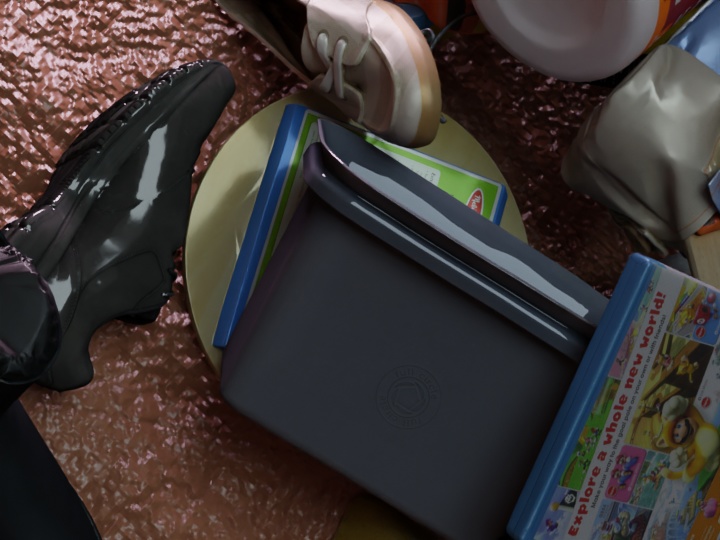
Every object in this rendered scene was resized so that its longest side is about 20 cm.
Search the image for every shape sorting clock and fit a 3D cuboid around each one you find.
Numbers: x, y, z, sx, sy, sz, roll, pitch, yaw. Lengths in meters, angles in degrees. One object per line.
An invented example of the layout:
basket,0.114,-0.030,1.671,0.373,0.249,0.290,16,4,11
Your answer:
shape sorting clock,0.000,0.000,1.151,0.198,0.039,0.202,3,79,-17

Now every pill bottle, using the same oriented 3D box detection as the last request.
pill bottle,0.150,-0.190,1.122,0.113,0.113,0.200,50,52,-1

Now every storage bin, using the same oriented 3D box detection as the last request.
storage bin,0.027,0.036,1.072,0.199,0.146,0.135,33,100,-9

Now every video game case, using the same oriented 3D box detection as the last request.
video game case,0.176,0.090,1.034,0.199,0.018,0.144,22,95,-31

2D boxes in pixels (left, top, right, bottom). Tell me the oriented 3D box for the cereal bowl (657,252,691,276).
cereal bowl,0.226,0.063,1.157,0.199,0.083,0.201,30,33,-22

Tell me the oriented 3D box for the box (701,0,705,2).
box,0.189,-0.213,1.231,0.198,0.032,0.122,-18,67,-7

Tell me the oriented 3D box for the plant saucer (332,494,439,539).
plant saucer,0.046,0.241,1.087,0.199,0.048,0.201,34,63,-10

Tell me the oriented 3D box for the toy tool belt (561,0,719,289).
toy tool belt,0.211,-0.083,1.135,0.123,0.125,0.200,45,76,4

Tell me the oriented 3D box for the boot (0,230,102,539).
boot,-0.172,0.067,0.979,0.076,0.168,0.201,-39,92,-29

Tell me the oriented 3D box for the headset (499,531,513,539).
headset,0.154,0.147,1.162,0.198,0.094,0.124,16,52,-1

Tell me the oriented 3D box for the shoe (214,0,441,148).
shoe,-0.020,-0.118,1.125,0.053,0.070,0.200,-13,36,-23

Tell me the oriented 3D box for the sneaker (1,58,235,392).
sneaker,-0.122,-0.024,1.096,0.091,0.076,0.200,44,68,-15

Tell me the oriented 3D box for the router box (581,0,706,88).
router box,0.202,-0.197,1.271,0.148,0.051,0.202,10,66,6

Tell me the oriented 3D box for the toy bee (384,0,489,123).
toy bee,0.051,-0.162,1.178,0.108,0.131,0.201,-10,68,-15
